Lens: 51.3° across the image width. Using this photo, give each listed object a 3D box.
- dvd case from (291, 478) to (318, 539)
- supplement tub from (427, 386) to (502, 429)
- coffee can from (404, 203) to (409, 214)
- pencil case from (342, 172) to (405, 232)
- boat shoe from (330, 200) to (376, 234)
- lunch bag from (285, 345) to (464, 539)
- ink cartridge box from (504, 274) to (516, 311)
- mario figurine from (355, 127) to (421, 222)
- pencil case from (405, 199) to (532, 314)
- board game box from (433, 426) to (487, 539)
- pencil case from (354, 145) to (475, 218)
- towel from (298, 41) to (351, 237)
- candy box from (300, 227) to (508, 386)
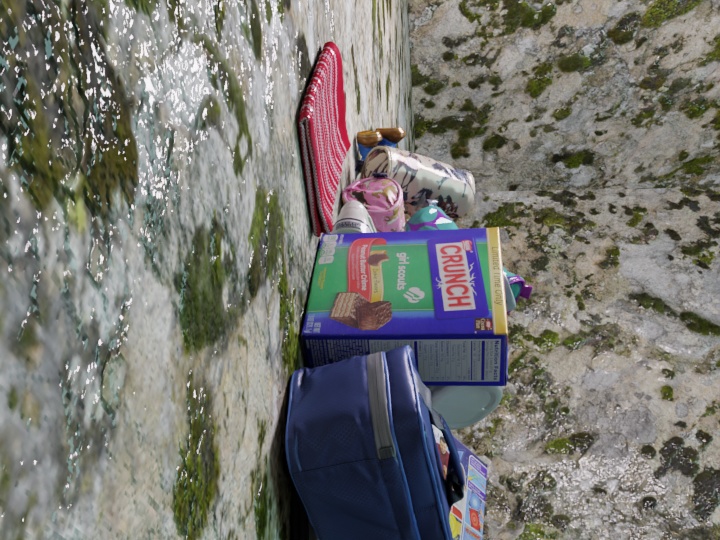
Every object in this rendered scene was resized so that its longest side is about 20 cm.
[{"bbox_3d":[-0.042,0.251,0.760,0.200,0.017,0.143,28,61,-83],"label":"dvd case"},{"bbox_3d":[0.117,0.118,1.085,0.123,0.122,0.200,83,-9,-46],"label":"supplement tub"},{"bbox_3d":[0.091,-0.049,1.386,0.200,0.146,0.147,62,29,-77],"label":"coffee can"},{"bbox_3d":[0.024,-0.042,1.065,0.200,0.083,0.087,81,1,-48],"label":"pencil case"},{"bbox_3d":[0.000,0.000,0.946,0.066,0.072,0.200,-80,161,-43],"label":"boat shoe"},{"bbox_3d":[0.023,0.177,0.676,0.136,0.132,0.200,-92,167,-58],"label":"lunch bag"},{"bbox_3d":[0.082,0.056,0.939,0.200,0.160,0.047,161,-90,-77],"label":"ink cartridge box"},{"bbox_3d":[0.052,-0.124,1.190,0.106,0.123,0.200,-111,-167,-72],"label":"mario figurine"},{"bbox_3d":[0.143,-0.013,1.070,0.200,0.092,0.085,47,-43,36],"label":"pencil case"},{"bbox_3d":[0.071,0.233,0.870,0.200,0.034,0.136,43,37,-21],"label":"board game box"},{"bbox_3d":[0.089,-0.130,1.139,0.089,0.200,0.078,-46,-130,36],"label":"pencil case"},{"bbox_3d":[-0.036,-0.149,0.822,0.200,0.022,0.145,-81,168,-52],"label":"towel"},{"bbox_3d":[0.050,0.035,0.782,0.169,0.199,0.077,-83,170,-50],"label":"candy box"}]
